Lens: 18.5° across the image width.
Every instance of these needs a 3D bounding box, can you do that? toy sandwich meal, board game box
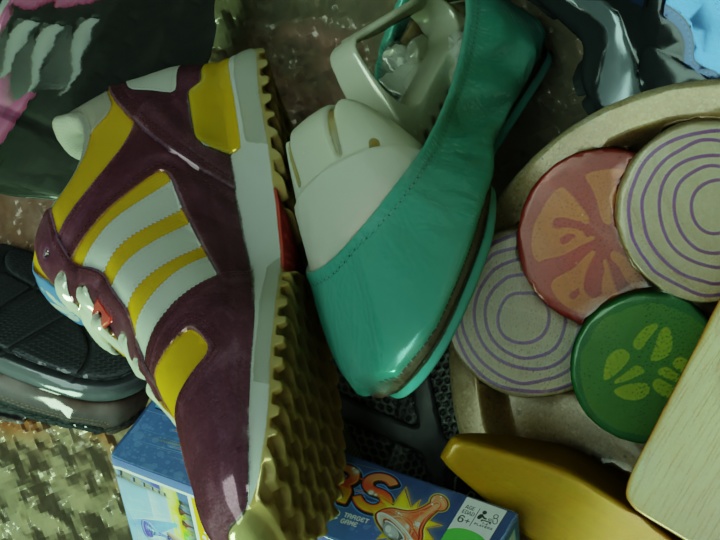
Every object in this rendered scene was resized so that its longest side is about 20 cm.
[{"bbox_3d":[0.117,0.038,0.689,0.205,0.070,0.205,2,96,19],"label":"toy sandwich meal"},{"bbox_3d":[-0.007,0.138,0.774,0.135,0.034,0.200,18,140,23],"label":"board game box"}]

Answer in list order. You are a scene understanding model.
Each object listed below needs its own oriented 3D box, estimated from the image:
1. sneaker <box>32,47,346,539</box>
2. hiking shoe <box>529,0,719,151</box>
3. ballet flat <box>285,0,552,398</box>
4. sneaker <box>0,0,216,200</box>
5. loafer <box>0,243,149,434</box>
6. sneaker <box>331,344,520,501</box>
[{"bbox_3d":[-0.059,0.016,0.712,0.090,0.075,0.200,-13,46,8],"label":"sneaker"},{"bbox_3d":[0.090,-0.120,0.756,0.087,0.074,0.200,-34,89,15],"label":"hiking shoe"},{"bbox_3d":[0.011,-0.038,0.725,0.070,0.200,0.067,39,127,-13],"label":"ballet flat"},{"bbox_3d":[-0.095,-0.115,0.819,0.086,0.080,0.200,7,68,59],"label":"sneaker"},{"bbox_3d":[-0.162,0.024,0.891,0.200,0.072,0.063,24,124,28],"label":"loafer"},{"bbox_3d":[0.000,0.000,0.803,0.114,0.076,0.199,-35,68,7],"label":"sneaker"}]
